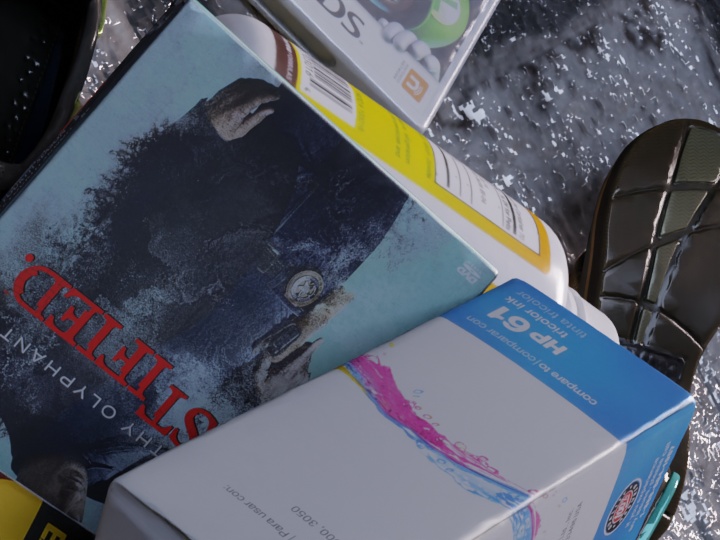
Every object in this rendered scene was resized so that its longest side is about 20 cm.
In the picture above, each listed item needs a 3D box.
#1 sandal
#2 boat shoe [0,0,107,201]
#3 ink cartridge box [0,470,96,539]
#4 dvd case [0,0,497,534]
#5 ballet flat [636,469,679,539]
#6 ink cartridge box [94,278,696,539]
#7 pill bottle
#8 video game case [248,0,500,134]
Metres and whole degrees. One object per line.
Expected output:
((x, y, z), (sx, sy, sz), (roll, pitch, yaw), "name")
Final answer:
((0.118, 0.027, 0.900), (0.082, 0.055, 0.200), (19, 77, -26), "sandal")
((-0.121, -0.108, 0.745), (0.072, 0.061, 0.201), (23, 61, -31), "boat shoe")
((-0.165, 0.143, 0.588), (0.176, 0.084, 0.200), (37, 61, -22), "ink cartridge box")
((-0.070, 0.030, 0.684), (0.146, 0.022, 0.200), (41, 93, -21), "dvd case")
((0.058, 0.147, 0.797), (0.073, 0.073, 0.200), (36, 66, -23), "ballet flat")
((0.001, 0.105, 0.658), (0.085, 0.145, 0.200), (36, 37, 24), "ink cartridge box")
((0.000, 0.000, 0.771), (0.200, 0.109, 0.109), (34, 56, -25), "pill bottle")
((-0.001, -0.182, 0.894), (0.182, 0.023, 0.200), (44, 52, -19), "video game case")
